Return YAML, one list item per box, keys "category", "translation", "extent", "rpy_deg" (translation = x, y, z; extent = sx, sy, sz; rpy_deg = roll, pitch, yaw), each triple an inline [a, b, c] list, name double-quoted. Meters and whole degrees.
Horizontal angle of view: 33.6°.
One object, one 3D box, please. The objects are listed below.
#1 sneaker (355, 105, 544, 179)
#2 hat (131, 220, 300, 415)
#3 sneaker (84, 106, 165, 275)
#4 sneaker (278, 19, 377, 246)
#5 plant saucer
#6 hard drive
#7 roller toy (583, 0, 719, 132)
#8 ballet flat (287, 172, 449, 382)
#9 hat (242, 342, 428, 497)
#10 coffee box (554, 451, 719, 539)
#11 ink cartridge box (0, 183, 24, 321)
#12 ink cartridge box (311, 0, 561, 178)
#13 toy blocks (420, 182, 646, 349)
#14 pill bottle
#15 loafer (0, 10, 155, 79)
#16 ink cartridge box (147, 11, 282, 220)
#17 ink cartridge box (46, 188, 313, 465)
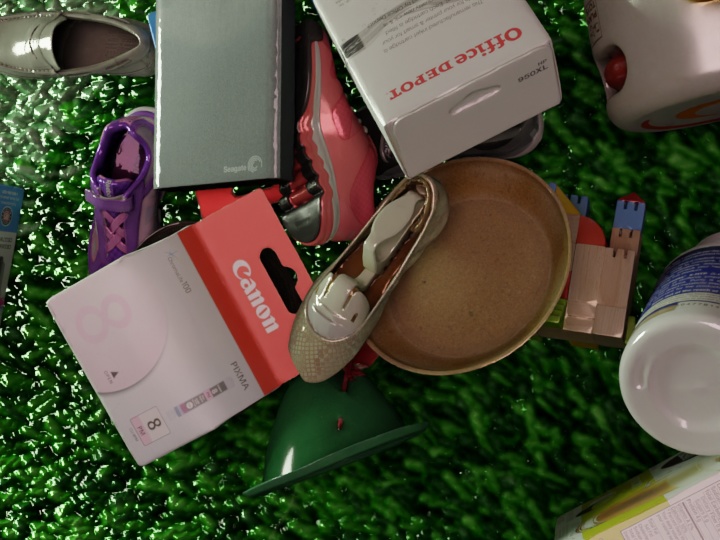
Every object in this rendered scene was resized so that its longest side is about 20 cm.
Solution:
- category: "sneaker"
  translation: [0.059, -0.129, 1.045]
  extent: [0.199, 0.115, 0.075]
  rpy_deg: [-8, 87, 9]
- category: "hat"
  translation: [-0.150, 0.061, 1.068]
  extent: [0.200, 0.081, 0.201]
  rpy_deg: [0, 106, -1]
- category: "sneaker"
  translation: [-0.221, -0.056, 1.106]
  extent: [0.080, 0.088, 0.201]
  rpy_deg: [9, 92, 8]
- category: "sneaker"
  translation: [-0.029, -0.116, 1.036]
  extent: [0.074, 0.087, 0.201]
  rpy_deg: [-19, 73, 50]
- category: "plant saucer"
  translation: [0.085, 0.000, 1.004]
  extent: [0.200, 0.035, 0.201]
  rpy_deg: [-12, 59, 21]
- category: "hard drive"
  translation: [-0.117, -0.171, 1.026]
  extent: [0.139, 0.033, 0.201]
  rpy_deg: [-2, 86, 33]
- category: "roller toy"
  translation: [0.278, -0.200, 0.973]
  extent: [0.182, 0.200, 0.140]
  rpy_deg: [-15, 84, 42]
- category: "ballet flat"
  translation: [0.000, 0.000, 0.982]
  extent: [0.067, 0.062, 0.200]
  rpy_deg: [32, 82, 18]
- category: "hat"
  translation: [-0.041, 0.085, 1.046]
  extent: [0.165, 0.200, 0.177]
  rpy_deg: [-27, 78, 32]
- category: "coffee box"
  translation: [0.289, 0.254, 0.953]
  extent: [0.197, 0.200, 0.200]
  rpy_deg: [-30, 83, 7]
- category: "ink cartridge box"
  translation: [-0.426, 0.004, 1.111]
  extent: [0.145, 0.147, 0.201]
  rpy_deg: [11, 91, 9]
- category: "ink cartridge box"
  translation: [0.054, -0.195, 0.973]
  extent: [0.144, 0.084, 0.200]
  rpy_deg: [-27, 58, 2]
- category: "toy blocks"
  translation: [0.165, -0.013, 1.043]
  extent: [0.199, 0.100, 0.137]
  rpy_deg: [8, 78, 17]
- category: "pill bottle"
  translation: [0.285, 0.046, 0.950]
  extent: [0.119, 0.200, 0.120]
  rpy_deg: [11, 119, 21]
- category: "loafer"
  translation: [-0.284, -0.217, 1.130]
  extent: [0.199, 0.070, 0.070]
  rpy_deg: [1, 89, 10]
- category: "ink cartridge box"
  translation: [-0.110, -0.152, 1.100]
  extent: [0.116, 0.067, 0.201]
  rpy_deg: [-15, 86, 10]
- category: "ink cartridge box"
  translation: [-0.137, 0.047, 1.002]
  extent: [0.200, 0.057, 0.163]
  rpy_deg: [-28, 94, 10]
